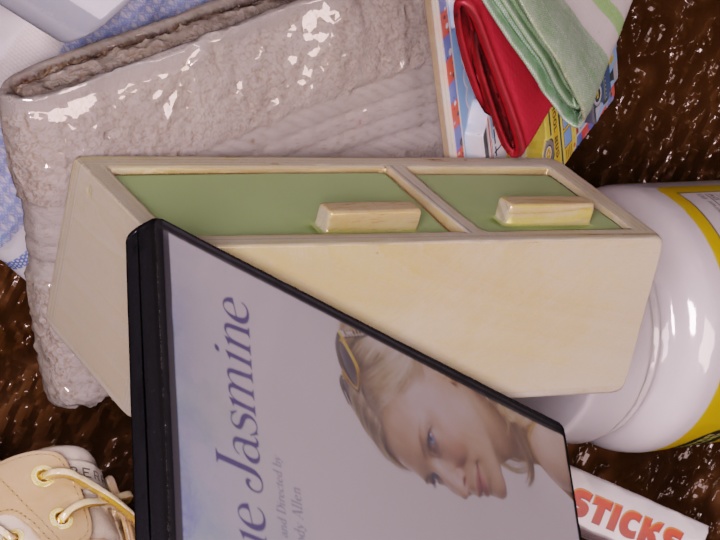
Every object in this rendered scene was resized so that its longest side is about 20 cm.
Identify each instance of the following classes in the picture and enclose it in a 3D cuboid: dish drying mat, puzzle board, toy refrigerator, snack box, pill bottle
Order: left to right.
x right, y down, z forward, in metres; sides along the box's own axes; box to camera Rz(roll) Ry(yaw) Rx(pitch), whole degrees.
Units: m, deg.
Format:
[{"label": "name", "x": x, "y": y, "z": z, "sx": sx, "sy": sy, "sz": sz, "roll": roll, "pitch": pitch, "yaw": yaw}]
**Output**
[{"label": "toy refrigerator", "x": 0.000, "y": 0.000, "z": 0.885, "sx": 0.200, "sy": 0.076, "sz": 0.070, "roll": -1, "pitch": 115, "yaw": -31}, {"label": "snack box", "x": 0.040, "y": 0.073, "z": 1.006, "sx": 0.200, "sy": 0.072, "sz": 0.024, "roll": 25, "pitch": 84, "yaw": -26}, {"label": "puzzle board", "x": 0.063, "y": -0.118, "z": 0.966, "sx": 0.151, "sy": 0.017, "sz": 0.200, "roll": -52, "pitch": 141, "yaw": -48}, {"label": "dish drying mat", "x": 0.084, "y": -0.137, "z": 0.965, "sx": 0.200, "sy": 0.018, "sz": 0.077, "roll": -59, "pitch": 142, "yaw": -35}, {"label": "pill bottle", "x": 0.140, "y": 0.018, "z": 1.077, "sx": 0.200, "sy": 0.114, "sz": 0.115, "roll": -4, "pitch": 113, "yaw": -39}]

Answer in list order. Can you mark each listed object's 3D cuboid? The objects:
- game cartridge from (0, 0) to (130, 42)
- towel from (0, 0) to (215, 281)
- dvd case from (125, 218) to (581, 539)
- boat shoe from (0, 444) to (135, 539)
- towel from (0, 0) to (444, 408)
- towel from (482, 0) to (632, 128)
[{"label": "game cartridge", "x": -0.083, "y": -0.182, "z": 0.820, "sx": 0.133, "sy": 0.042, "sz": 0.200, "roll": 31, "pitch": 88, "yaw": -26}, {"label": "towel", "x": -0.083, "y": -0.059, "z": 0.912, "sx": 0.147, "sy": 0.024, "sz": 0.200, "roll": -51, "pitch": 134, "yaw": -7}, {"label": "dvd case", "x": 0.006, "y": 0.079, "z": 0.802, "sx": 0.018, "sy": 0.143, "sz": 0.200, "roll": -32, "pitch": 138, "yaw": 33}, {"label": "boat shoe", "x": -0.111, "y": 0.089, "z": 0.842, "sx": 0.074, "sy": 0.200, "sz": 0.069, "roll": 33, "pitch": 82, "yaw": -56}, {"label": "towel", "x": -0.036, "y": -0.037, "z": 0.924, "sx": 0.200, "sy": 0.034, "sz": 0.133, "roll": -24, "pitch": 125, "yaw": -30}, {"label": "towel", "x": 0.078, "y": -0.176, "z": 0.920, "sx": 0.153, "sy": 0.023, "sz": 0.200, "roll": 53, "pitch": 47, "yaw": -35}]
